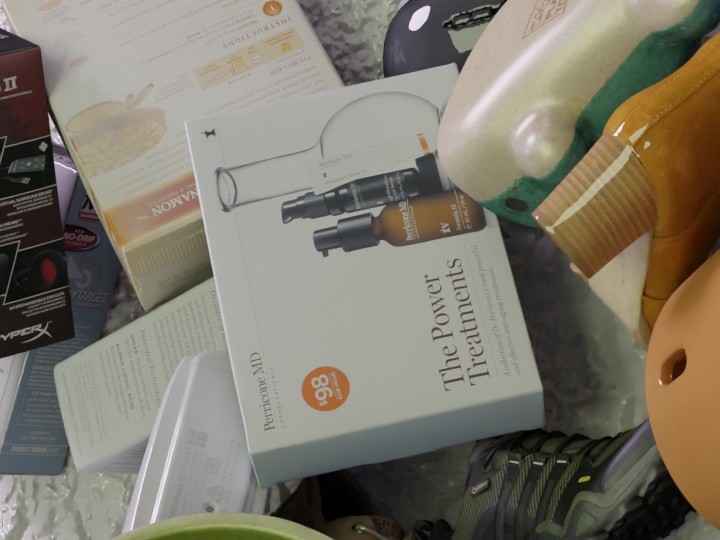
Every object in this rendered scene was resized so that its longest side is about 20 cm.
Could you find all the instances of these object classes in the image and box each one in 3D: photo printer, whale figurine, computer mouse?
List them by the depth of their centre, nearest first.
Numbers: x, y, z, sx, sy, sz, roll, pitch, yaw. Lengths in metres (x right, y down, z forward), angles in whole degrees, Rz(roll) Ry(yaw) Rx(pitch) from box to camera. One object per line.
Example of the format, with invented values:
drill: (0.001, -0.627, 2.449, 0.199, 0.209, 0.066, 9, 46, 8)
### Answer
whale figurine: (0.125, -0.095, 1.103, 0.200, 0.104, 0.159, -37, 23, 47)
photo printer: (-0.099, 0.165, 1.220, 0.200, 0.069, 0.167, 109, 174, -47)
computer mouse: (0.077, -0.164, 1.229, 0.200, 0.046, 0.141, -12, 79, 40)

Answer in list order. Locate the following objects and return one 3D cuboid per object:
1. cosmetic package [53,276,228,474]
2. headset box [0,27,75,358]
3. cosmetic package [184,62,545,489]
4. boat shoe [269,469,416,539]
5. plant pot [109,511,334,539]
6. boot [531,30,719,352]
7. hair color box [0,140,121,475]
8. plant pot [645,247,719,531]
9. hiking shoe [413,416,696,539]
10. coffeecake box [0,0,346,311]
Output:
cosmetic package: (-0.072, 0.053, 1.299, 0.200, 0.102, 0.074, -29, 68, 34)
headset box: (-0.240, -0.064, 1.330, 0.149, 0.075, 0.200, 26, 126, 54)
cosmetic package: (0.000, 0.000, 1.176, 0.151, 0.052, 0.200, -14, 62, 0)
boat shoe: (-0.003, 0.159, 1.212, 0.065, 0.071, 0.200, -62, 27, 8)
plant pot: (-0.059, 0.250, 1.056, 0.200, 0.190, 0.200, -9, 43, 8)
boot: (0.165, -0.036, 1.076, 0.144, 0.201, 0.071, -41, 63, 2)
hair color box: (-0.215, 0.021, 1.455, 0.099, 0.061, 0.200, 24, 101, 40)
plant pot: (0.221, 0.045, 0.997, 0.140, 0.200, 0.200, -28, 66, 55)
hiking shoe: (0.098, 0.110, 1.158, 0.200, 0.076, 0.101, -45, 61, 29)
coffeecake box: (-0.098, -0.100, 1.307, 0.153, 0.073, 0.200, -24, 62, -8)
